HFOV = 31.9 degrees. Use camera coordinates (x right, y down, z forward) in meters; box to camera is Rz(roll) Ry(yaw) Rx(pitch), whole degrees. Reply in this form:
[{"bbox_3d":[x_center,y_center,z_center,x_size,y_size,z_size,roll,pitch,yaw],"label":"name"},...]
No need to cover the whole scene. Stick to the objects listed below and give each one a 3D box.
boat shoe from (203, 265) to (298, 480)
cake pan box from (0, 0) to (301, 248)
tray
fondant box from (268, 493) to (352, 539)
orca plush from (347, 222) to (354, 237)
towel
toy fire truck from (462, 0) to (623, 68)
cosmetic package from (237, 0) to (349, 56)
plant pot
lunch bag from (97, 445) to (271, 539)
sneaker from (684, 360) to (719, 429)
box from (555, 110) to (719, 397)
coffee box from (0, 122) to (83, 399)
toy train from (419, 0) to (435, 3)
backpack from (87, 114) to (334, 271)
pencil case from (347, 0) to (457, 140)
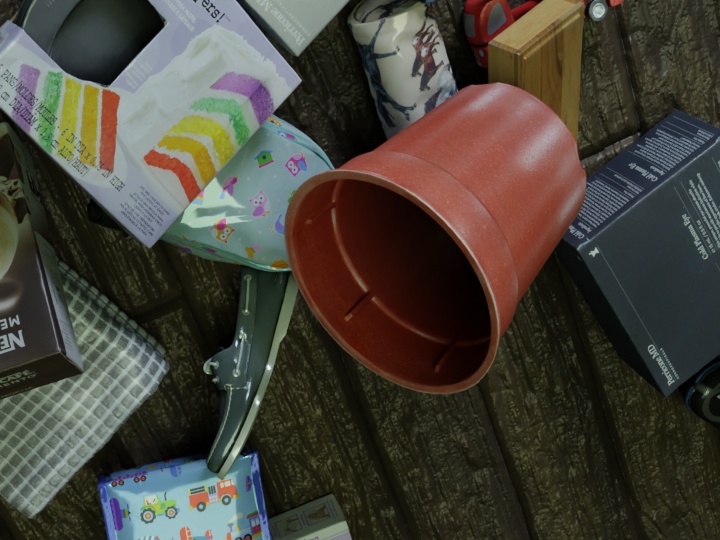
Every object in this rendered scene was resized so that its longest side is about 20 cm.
[{"bbox_3d":[-0.111,0.088,1.150,0.061,0.073,0.203,20,72,-5],"label":"boat shoe"},{"bbox_3d":[-0.168,-0.149,0.944,0.185,0.052,0.200,-47,125,-9],"label":"cake pan box"},{"bbox_3d":[0.159,-0.135,1.138,0.098,0.037,0.202,-40,140,-32],"label":"tray"},{"bbox_3d":[-0.093,0.334,1.276,0.197,0.058,0.146,-21,113,-10],"label":"fondant box"},{"bbox_3d":[0.000,0.000,1.150,0.070,0.200,0.107,-21,71,9],"label":"orca plush"},{"bbox_3d":[-0.291,0.103,1.121,0.165,0.086,0.200,41,94,-24],"label":"towel"},{"bbox_3d":[0.172,-0.286,1.139,0.198,0.049,0.143,-27,114,-5],"label":"toy fire truck"},{"bbox_3d":[-0.030,-0.292,1.058,0.107,0.090,0.201,40,91,-27],"label":"cosmetic package"},{"bbox_3d":[0.074,-0.041,1.015,0.195,0.199,0.203,-43,121,-38],"label":"plant pot"},{"bbox_3d":[-0.156,0.280,1.181,0.148,0.094,0.204,-10,88,-13],"label":"lunch bag"},{"bbox_3d":[0.431,0.161,1.355,0.198,0.083,0.071,31,98,-23],"label":"sneaker"},{"bbox_3d":[0.306,-0.018,1.243,0.181,0.104,0.201,-36,114,-2],"label":"box"},{"bbox_3d":[-0.306,-0.001,1.019,0.111,0.080,0.203,-17,74,-4],"label":"coffee box"},{"bbox_3d":[0.111,-0.256,1.079,0.197,0.034,0.046,-8,129,-20],"label":"toy train"},{"bbox_3d":[-0.117,-0.074,1.087,0.198,0.127,0.169,22,99,-25],"label":"backpack"},{"bbox_3d":[0.056,-0.159,1.134,0.089,0.077,0.202,-31,116,-22],"label":"pencil case"}]
